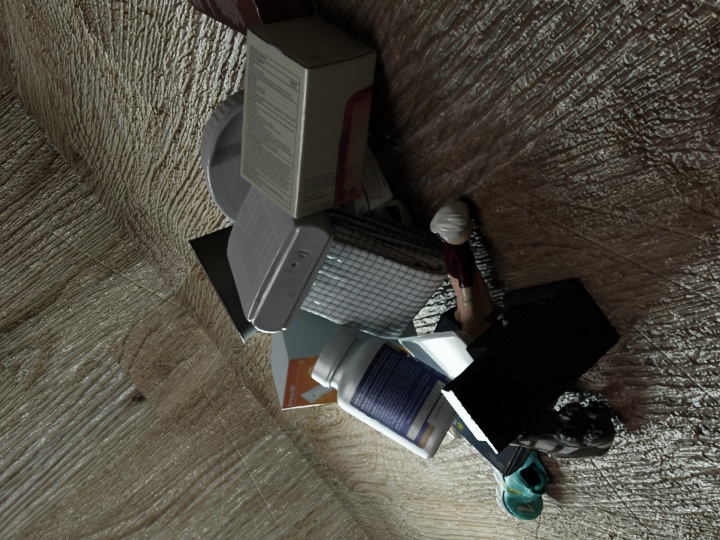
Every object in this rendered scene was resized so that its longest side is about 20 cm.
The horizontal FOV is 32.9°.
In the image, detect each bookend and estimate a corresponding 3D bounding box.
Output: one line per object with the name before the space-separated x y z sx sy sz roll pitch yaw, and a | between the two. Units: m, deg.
bookend | 0.172 0.114 1.456 0.092 0.198 0.200 52 165 -6

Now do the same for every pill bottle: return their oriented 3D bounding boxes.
pill bottle | 0.038 0.161 1.666 0.199 0.111 0.111 30 160 9

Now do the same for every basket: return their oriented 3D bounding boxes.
basket | -0.136 -0.015 1.877 0.181 0.199 0.136 60 173 14

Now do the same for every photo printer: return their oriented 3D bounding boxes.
photo printer | -0.110 -0.042 1.578 0.069 0.167 0.201 15 -153 -26

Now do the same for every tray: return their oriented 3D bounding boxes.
tray | 0.125 0.117 1.635 0.107 0.022 0.200 46 162 -9

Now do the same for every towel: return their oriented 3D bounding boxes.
towel | 0.000 0.000 1.645 0.198 0.086 0.166 18 137 -21

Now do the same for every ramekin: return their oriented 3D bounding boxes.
ramekin | -0.131 -0.163 1.690 0.203 0.201 0.094 62 171 -33

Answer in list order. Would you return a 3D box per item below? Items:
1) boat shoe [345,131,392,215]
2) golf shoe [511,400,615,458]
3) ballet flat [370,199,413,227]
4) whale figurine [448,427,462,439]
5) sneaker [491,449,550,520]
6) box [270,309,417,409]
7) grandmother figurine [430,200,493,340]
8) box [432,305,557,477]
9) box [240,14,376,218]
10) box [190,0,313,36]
boat shoe | -0.017 -0.173 1.580 0.072 0.065 0.202 118 129 -72
golf shoe | 0.233 0.212 1.596 0.198 0.078 0.095 8 147 23
ballet flat | 0.024 -0.090 1.673 0.075 0.068 0.200 -15 121 48
whale figurine | 0.146 0.177 1.870 0.199 0.103 0.161 -8 101 45
sneaker | 0.259 0.337 1.927 0.079 0.078 0.201 25 151 38
box | -0.026 0.120 1.804 0.125 0.198 0.098 101 158 -48
grandmother figurine | 0.129 -0.008 1.547 0.122 0.060 0.201 -117 9 -47
box | 0.174 0.169 1.723 0.200 0.051 0.159 43 134 25
box | -0.066 -0.187 1.475 0.128 0.108 0.202 38 134 38
box | -0.152 -0.360 1.526 0.200 0.075 0.101 37 158 44
